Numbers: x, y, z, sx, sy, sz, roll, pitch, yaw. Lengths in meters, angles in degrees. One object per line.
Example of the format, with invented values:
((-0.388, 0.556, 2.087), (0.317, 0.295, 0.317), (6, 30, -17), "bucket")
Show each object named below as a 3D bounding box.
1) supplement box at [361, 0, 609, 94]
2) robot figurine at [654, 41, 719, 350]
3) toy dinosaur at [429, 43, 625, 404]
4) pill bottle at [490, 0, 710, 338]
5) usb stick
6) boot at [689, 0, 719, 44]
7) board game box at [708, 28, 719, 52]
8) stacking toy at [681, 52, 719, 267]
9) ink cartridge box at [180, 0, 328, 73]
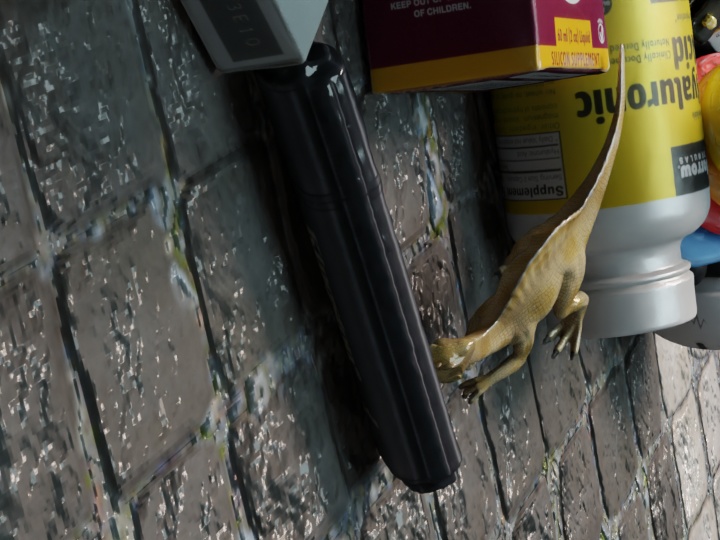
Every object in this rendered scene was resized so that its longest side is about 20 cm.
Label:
((0.052, -0.187, 0.813), (0.110, 0.085, 0.203), (-13, 97, -65), "supplement box")
((0.227, -0.050, 1.105), (0.149, 0.125, 0.202), (-6, 103, -23), "robot figurine")
((0.089, -0.002, 0.829), (0.201, 0.058, 0.101), (-53, 165, -21), "toy dinosaur")
((0.126, -0.071, 0.924), (0.111, 0.110, 0.202), (-23, 106, -64), "pill bottle")
((0.000, 0.000, 0.712), (0.032, 0.055, 0.202), (-26, 117, -16), "usb stick")
((0.215, -0.193, 0.936), (0.155, 0.073, 0.204), (-61, -168, 9), "boot")
((0.222, -0.253, 1.051), (0.201, 0.134, 0.034), (64, 17, 19), "board game box")
((0.229, -0.084, 0.929), (0.200, 0.109, 0.117), (138, -66, -72), "stacking toy")
((-0.052, -0.205, 0.644), (0.201, 0.043, 0.175), (62, 34, -40), "ink cartridge box")
